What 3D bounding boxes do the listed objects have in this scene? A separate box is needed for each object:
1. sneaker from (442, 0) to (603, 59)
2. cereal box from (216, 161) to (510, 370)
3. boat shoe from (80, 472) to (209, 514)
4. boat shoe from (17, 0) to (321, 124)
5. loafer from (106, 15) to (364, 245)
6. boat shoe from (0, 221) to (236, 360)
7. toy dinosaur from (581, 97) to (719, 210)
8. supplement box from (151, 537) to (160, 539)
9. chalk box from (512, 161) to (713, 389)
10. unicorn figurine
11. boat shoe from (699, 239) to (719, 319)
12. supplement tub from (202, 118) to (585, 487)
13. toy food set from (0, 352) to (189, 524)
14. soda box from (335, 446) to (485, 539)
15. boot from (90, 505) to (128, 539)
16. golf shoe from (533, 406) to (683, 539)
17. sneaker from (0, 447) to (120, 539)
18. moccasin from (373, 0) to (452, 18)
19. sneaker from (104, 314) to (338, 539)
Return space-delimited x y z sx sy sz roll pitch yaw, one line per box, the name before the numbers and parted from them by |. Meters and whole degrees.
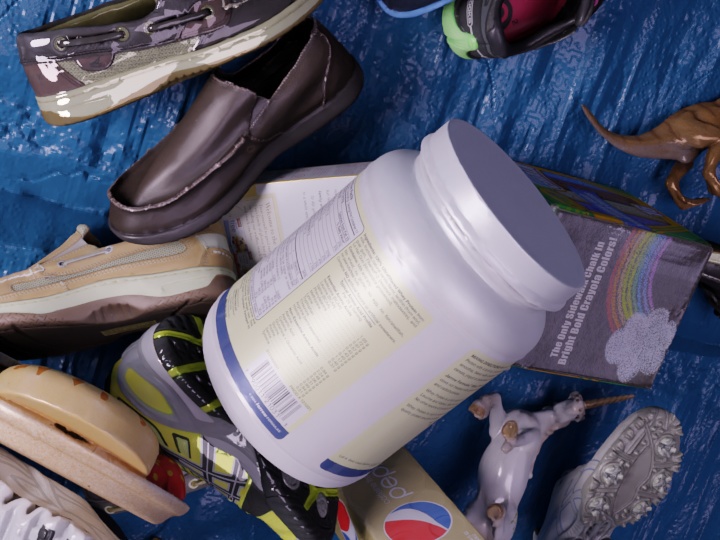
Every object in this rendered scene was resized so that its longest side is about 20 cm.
sneaker | 0.153 -0.203 0.842 0.199 0.084 0.077 -36 123 -7
cereal box | 0.000 0.000 0.818 0.198 0.040 0.145 -3 109 14
boat shoe | -0.106 0.125 0.875 0.200 0.072 0.061 -12 117 -12
boat shoe | -0.114 -0.158 0.740 0.200 0.072 0.066 -27 121 -7
loafer | -0.090 -0.098 0.782 0.200 0.073 0.072 -42 135 -15
boat shoe | -0.182 0.007 0.796 0.198 0.077 0.072 -9 160 -6
toy dinosaur | 0.257 -0.102 0.961 0.199 0.060 0.107 -20 94 -22
supplement box | -0.117 0.314 0.947 0.200 0.074 0.126 37 94 -30
chalk box | 0.132 -0.004 0.897 0.199 0.124 0.125 13 108 -27
unicorn figurine | 0.124 0.154 0.971 0.201 0.074 0.137 -57 152 -1
boat shoe | 0.333 0.021 1.029 0.200 0.072 0.066 15 100 -33
supplement tub | 0.019 0.020 0.720 0.200 0.146 0.145 -39 125 21
toy food set | -0.189 0.092 0.729 0.049 0.197 0.200 -62 155 -15
soda box | 0.031 0.193 0.888 0.067 0.200 0.064 -17 118 -17
boot | -0.181 0.272 0.848 0.097 0.201 0.075 -32 169 34
golf shoe | 0.196 0.185 1.019 0.078 0.097 0.201 15 114 -24
sneaker | -0.227 0.157 0.784 0.076 0.199 0.081 -60 158 6
moccasin | 0.093 -0.238 0.800 0.199 0.080 0.068 -32 127 -10
sneaker | -0.088 0.115 0.810 0.076 0.076 0.200 -26 112 29
